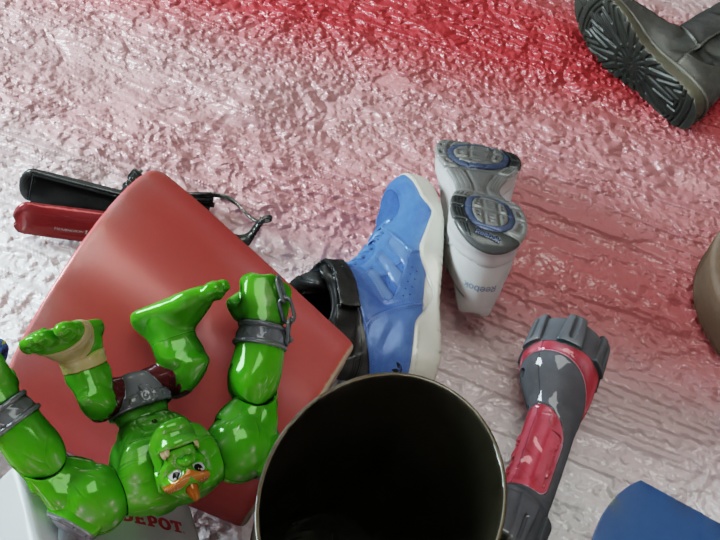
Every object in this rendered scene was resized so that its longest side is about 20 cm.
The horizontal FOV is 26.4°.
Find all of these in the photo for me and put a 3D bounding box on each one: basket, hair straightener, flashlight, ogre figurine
[{"bbox_3d":[-0.010,0.188,0.912,0.135,0.201,0.181,27,48,6],"label":"basket"},{"bbox_3d":[-0.166,-0.056,1.188,0.197,0.041,0.078,4,50,-10],"label":"hair straightener"},{"bbox_3d":[0.124,0.121,1.094,0.067,0.068,0.201,24,48,5],"label":"flashlight"},{"bbox_3d":[-0.120,0.080,0.883,0.199,0.098,0.121,-16,85,-43],"label":"ogre figurine"}]

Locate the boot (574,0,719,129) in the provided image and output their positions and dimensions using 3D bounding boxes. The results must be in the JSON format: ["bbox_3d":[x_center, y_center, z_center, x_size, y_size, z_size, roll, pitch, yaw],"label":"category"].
[{"bbox_3d":[0.319,-0.232,1.438,0.199,0.073,0.182,-34,79,-27],"label":"boot"}]

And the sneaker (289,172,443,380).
[{"bbox_3d":[0.000,-0.001,1.158,0.110,0.077,0.202,13,55,-15],"label":"sneaker"}]

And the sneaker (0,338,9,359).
[{"bbox_3d":[-0.289,0.099,1.005,0.104,0.076,0.202,16,48,-1],"label":"sneaker"}]

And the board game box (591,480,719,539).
[{"bbox_3d":[0.210,0.238,1.018,0.199,0.039,0.160,29,53,-26],"label":"board game box"}]

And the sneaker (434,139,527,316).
[{"bbox_3d":[0.087,-0.041,1.221,0.073,0.088,0.201,11,30,-2],"label":"sneaker"}]

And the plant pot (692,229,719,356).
[{"bbox_3d":[0.382,-0.014,1.202,0.197,0.176,0.202,7,48,-7],"label":"plant pot"}]

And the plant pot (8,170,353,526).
[{"bbox_3d":[-0.113,0.061,1.016,0.176,0.201,0.201,31,50,2],"label":"plant pot"}]

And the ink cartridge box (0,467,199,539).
[{"bbox_3d":[-0.147,0.227,0.886,0.145,0.083,0.201,24,34,-46],"label":"ink cartridge box"}]
